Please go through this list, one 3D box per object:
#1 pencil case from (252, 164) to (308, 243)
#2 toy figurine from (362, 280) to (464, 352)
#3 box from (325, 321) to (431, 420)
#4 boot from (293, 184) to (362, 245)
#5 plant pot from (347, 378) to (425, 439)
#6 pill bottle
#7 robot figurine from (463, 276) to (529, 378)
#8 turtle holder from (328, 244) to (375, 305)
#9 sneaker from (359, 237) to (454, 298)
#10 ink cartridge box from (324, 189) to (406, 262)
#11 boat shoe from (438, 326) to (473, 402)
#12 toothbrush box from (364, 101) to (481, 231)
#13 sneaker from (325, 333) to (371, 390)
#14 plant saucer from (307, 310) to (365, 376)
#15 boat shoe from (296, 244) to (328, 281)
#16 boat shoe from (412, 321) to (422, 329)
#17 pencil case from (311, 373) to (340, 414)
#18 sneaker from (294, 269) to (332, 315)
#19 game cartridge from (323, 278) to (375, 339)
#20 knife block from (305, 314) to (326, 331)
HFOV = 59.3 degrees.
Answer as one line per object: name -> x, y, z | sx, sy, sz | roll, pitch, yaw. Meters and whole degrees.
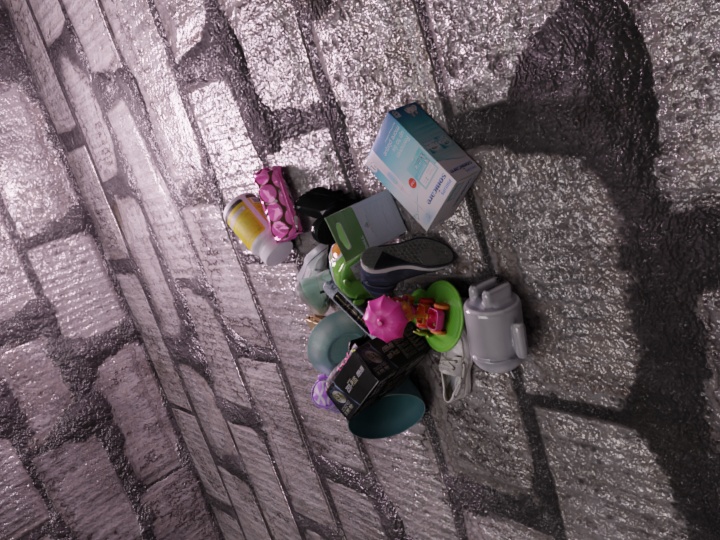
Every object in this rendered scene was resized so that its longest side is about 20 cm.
pencil case -> -0.213, -0.178, 1.672 | 0.093, 0.090, 0.202 | -11, 102, 61
toy figurine -> 0.085, 0.089, 1.323 | 0.199, 0.182, 0.152 | 23, 108, 60
box -> 0.041, 0.219, 1.409 | 0.086, 0.199, 0.164 | 48, 133, 18
boot -> -0.088, -0.133, 1.462 | 0.161, 0.198, 0.074 | 22, 126, 33
plant pot -> 0.052, 0.315, 1.604 | 0.202, 0.197, 0.136 | 105, 158, -43
pill bottle -> -0.285, -0.114, 1.777 | 0.200, 0.114, 0.115 | 48, 142, 20
robot figurine -> 0.267, 0.117, 1.249 | 0.169, 0.112, 0.203 | 30, 135, 60
turtle holder -> 0.004, -0.010, 1.494 | 0.142, 0.184, 0.132 | -55, 47, 15
sneaker -> 0.095, 0.000, 1.366 | 0.147, 0.199, 0.078 | 95, 170, -60
ink cartridge box -> 0.001, -0.092, 1.367 | 0.059, 0.199, 0.105 | -18, 98, 51
boat shoe -> 0.209, 0.211, 1.417 | 0.070, 0.069, 0.202 | 19, 126, 45
toothbrush box -> 0.119, -0.205, 1.249 | 0.200, 0.085, 0.147 | 49, 142, 16
sneaker -> -0.014, 0.216, 1.529 | 0.074, 0.200, 0.088 | 37, 161, 33
plant saucer -> -0.035, 0.196, 1.606 | 0.039, 0.198, 0.203 | -122, 23, -61
boat shoe -> -0.113, -0.007, 1.683 | 0.065, 0.073, 0.200 | 49, 152, 9
boat shoe -> 0.113, 0.165, 1.507 | 0.066, 0.071, 0.201 | 50, 142, 23
pencil case -> -0.064, 0.326, 1.645 | 0.200, 0.083, 0.086 | 51, -164, -65
sneaker -> -0.085, 0.059, 1.669 | 0.200, 0.117, 0.075 | 50, -161, -69
game cartridge -> 0.007, 0.094, 1.537 | 0.200, 0.133, 0.041 | 44, 110, 14
knife block -> -0.063, 0.213, 1.671 | 0.064, 0.198, 0.178 | 12, 92, 48
